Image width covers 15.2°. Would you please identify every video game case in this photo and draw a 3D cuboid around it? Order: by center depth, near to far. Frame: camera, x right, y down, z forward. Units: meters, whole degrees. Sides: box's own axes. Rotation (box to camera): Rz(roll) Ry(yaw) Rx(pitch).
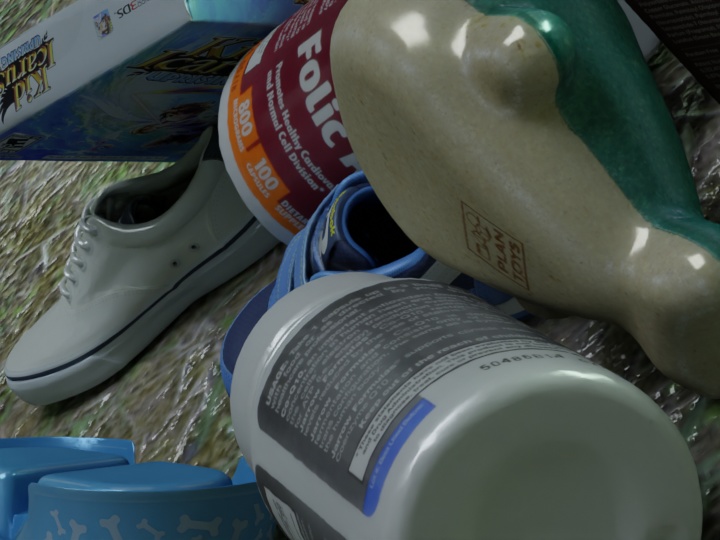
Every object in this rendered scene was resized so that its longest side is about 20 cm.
[{"bbox_3d":[-0.070,-0.102,1.317,0.181,0.200,0.045,-27,73,42],"label":"video game case"}]

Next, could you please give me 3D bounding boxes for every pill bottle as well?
[{"bbox_3d":[0.027,0.066,0.942,0.114,0.114,0.200,-49,23,-4],"label":"pill bottle"},{"bbox_3d":[0.034,-0.087,1.148,0.200,0.114,0.114,-33,25,52],"label":"pill bottle"}]

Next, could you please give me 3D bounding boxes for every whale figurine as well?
[{"bbox_3d":[0.079,-0.043,0.972,0.104,0.159,0.200,-37,55,-19],"label":"whale figurine"}]

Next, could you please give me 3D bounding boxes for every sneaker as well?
[{"bbox_3d":[0.000,0.000,1.126,0.200,0.082,0.074,-31,47,39],"label":"sneaker"},{"bbox_3d":[-0.119,-0.008,1.381,0.200,0.071,0.073,-38,24,22],"label":"sneaker"}]

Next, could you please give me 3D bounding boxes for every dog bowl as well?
[{"bbox_3d":[-0.115,0.103,1.131,0.200,0.111,0.050,4,96,47],"label":"dog bowl"}]

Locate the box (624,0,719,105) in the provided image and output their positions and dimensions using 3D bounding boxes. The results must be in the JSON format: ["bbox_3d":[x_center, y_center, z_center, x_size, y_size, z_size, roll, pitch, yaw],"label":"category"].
[{"bbox_3d":[0.131,-0.149,0.994,0.075,0.200,0.100,-6,46,58],"label":"box"}]
